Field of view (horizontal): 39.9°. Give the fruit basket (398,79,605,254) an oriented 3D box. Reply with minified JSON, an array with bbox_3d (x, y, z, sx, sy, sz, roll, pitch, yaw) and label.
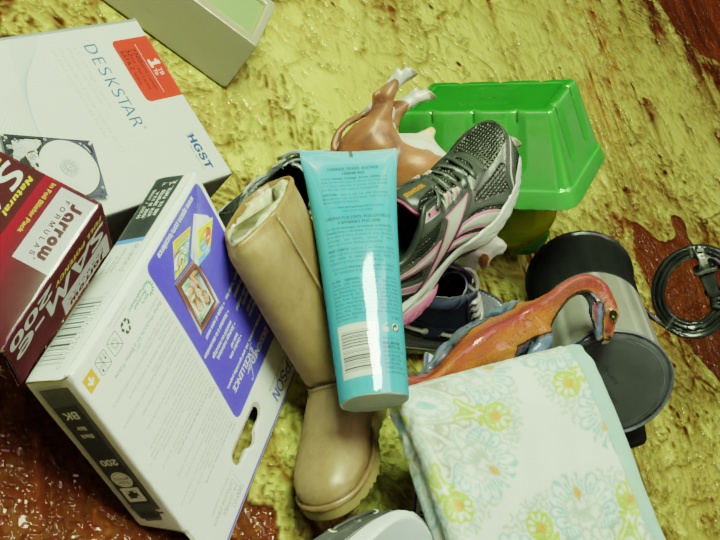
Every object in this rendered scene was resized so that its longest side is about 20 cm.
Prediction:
[{"bbox_3d":[0.144,-0.088,1.021,0.216,0.215,0.156,47,39,-3],"label":"fruit basket"}]

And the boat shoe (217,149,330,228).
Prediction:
[{"bbox_3d":[-0.054,-0.073,0.887,0.198,0.068,0.074,-28,81,-49],"label":"boat shoe"}]

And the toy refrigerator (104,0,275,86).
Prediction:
[{"bbox_3d":[-0.180,-0.269,0.916,0.199,0.070,0.077,34,43,-18],"label":"toy refrigerator"}]

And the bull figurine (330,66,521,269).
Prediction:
[{"bbox_3d":[0.071,-0.089,0.906,0.198,0.123,0.065,32,0,-14],"label":"bull figurine"}]

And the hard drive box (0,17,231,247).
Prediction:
[{"bbox_3d":[-0.221,-0.094,0.745,0.199,0.077,0.157,-28,82,-49],"label":"hard drive box"}]

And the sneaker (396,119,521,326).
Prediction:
[{"bbox_3d":[0.060,-0.047,0.807,0.201,0.080,0.087,-55,147,-15],"label":"sneaker"}]

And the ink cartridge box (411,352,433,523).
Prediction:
[{"bbox_3d":[0.118,0.197,0.868,0.198,0.043,0.199,28,46,-20],"label":"ink cartridge box"}]

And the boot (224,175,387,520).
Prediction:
[{"bbox_3d":[-0.048,0.057,0.746,0.176,0.065,0.202,-73,142,-57],"label":"boot"}]

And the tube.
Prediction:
[{"bbox_3d":[0.000,0.000,0.739,0.076,0.050,0.204,-1,70,-12],"label":"tube"}]

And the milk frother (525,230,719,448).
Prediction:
[{"bbox_3d":[0.280,0.055,0.975,0.181,0.199,0.189,48,22,-23],"label":"milk frother"}]

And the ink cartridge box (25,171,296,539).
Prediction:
[{"bbox_3d":[-0.125,0.071,0.706,0.202,0.043,0.200,64,32,-35],"label":"ink cartridge box"}]

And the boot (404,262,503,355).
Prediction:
[{"bbox_3d":[0.091,0.035,0.924,0.198,0.090,0.074,-3,62,-43],"label":"boot"}]

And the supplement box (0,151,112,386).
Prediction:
[{"bbox_3d":[-0.264,-0.029,0.596,0.198,0.061,0.110,26,65,4],"label":"supplement box"}]

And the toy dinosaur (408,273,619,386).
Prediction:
[{"bbox_3d":[0.134,0.065,0.823,0.105,0.181,0.200,50,5,16],"label":"toy dinosaur"}]

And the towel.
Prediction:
[{"bbox_3d":[0.128,0.163,0.733,0.168,0.048,0.203,-10,68,-24],"label":"towel"}]

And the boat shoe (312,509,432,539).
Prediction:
[{"bbox_3d":[-0.042,0.223,0.682,0.198,0.066,0.071,-30,103,-27],"label":"boat shoe"}]
